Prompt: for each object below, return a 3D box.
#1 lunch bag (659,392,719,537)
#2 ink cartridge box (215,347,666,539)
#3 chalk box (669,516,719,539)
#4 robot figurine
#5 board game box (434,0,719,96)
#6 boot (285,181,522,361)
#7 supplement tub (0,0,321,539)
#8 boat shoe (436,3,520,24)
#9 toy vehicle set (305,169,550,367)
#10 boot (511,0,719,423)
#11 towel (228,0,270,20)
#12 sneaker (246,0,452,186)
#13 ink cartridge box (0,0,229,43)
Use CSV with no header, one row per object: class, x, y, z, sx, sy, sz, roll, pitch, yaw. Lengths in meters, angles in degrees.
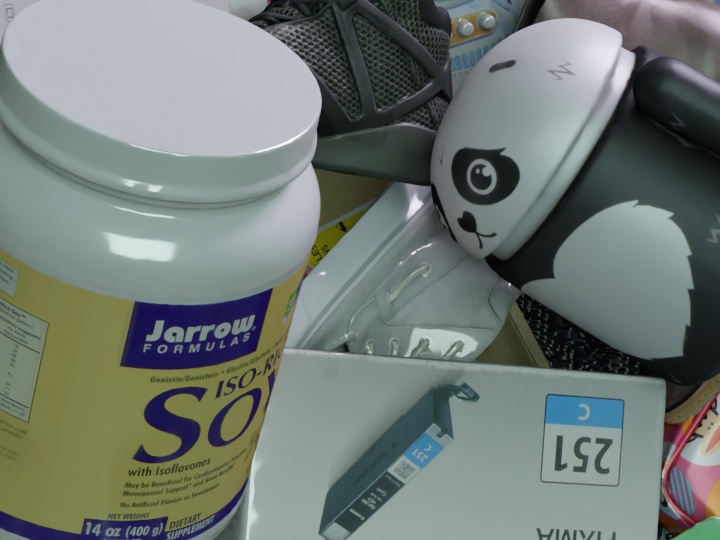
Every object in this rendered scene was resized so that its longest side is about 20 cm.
lunch bag,0.236,0.071,1.195,0.176,0.082,0.200,37,81,-9
ink cartridge box,0.035,0.128,1.022,0.200,0.045,0.176,5,88,-19
chalk box,0.110,0.201,1.134,0.200,0.124,0.124,-34,95,-9
robot figurine,0.127,-0.026,1.018,0.200,0.125,0.150,32,106,-5
board game box,0.109,-0.136,1.124,0.200,0.026,0.200,27,97,-25
boot,0.012,0.031,1.080,0.096,0.074,0.200,43,60,-2
supplement tub,-0.097,0.005,0.904,0.145,0.145,0.200,7,123,-14
boat shoe,0.082,-0.154,1.160,0.200,0.066,0.072,-4,80,-22
toy vehicle set,0.000,0.000,1.151,0.124,0.027,0.200,-27,88,-16
boot,0.129,-0.041,1.113,0.166,0.072,0.200,21,91,-16
towel,-0.077,-0.195,1.156,0.200,0.023,0.144,-27,97,-11
sneaker,-0.037,-0.104,1.015,0.199,0.076,0.114,6,92,-37
ink cartridge box,-0.146,-0.112,1.031,0.200,0.084,0.146,-16,100,-56
